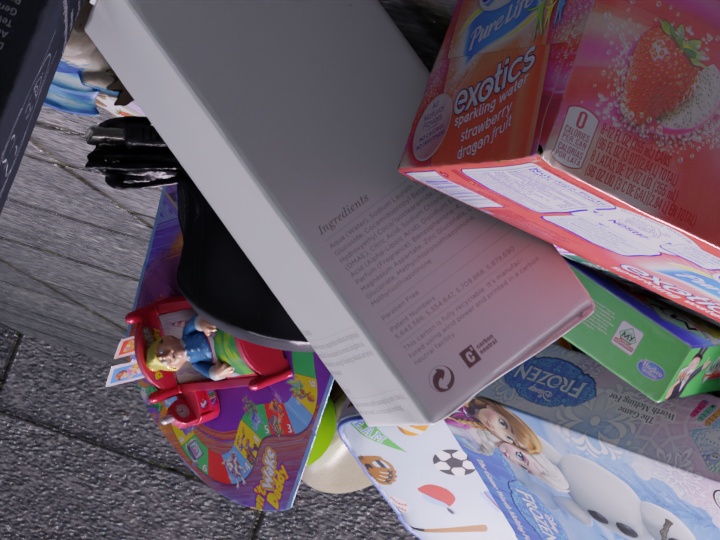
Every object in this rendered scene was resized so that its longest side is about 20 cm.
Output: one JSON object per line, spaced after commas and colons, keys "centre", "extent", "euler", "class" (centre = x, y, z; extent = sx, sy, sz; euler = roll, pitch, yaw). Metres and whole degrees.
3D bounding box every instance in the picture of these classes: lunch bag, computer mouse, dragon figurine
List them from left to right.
{"centre": [-0.136, -0.109, 1.060], "extent": [0.200, 0.059, 0.099], "euler": [25, 170, -25], "class": "dragon figurine"}
{"centre": [-0.042, -0.029, 0.957], "extent": [0.138, 0.053, 0.200], "euler": [7, -158, -16], "class": "computer mouse"}
{"centre": [0.094, 0.100, 1.197], "extent": [0.160, 0.076, 0.200], "euler": [-16, 134, 32], "class": "lunch bag"}

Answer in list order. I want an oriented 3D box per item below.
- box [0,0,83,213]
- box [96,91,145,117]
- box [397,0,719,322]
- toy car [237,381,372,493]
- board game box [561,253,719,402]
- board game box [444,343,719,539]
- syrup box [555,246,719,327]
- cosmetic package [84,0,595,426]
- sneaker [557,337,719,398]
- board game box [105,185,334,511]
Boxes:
{"centre": [-0.176, -0.082, 0.848], "extent": [0.107, 0.200, 0.148], "euler": [20, 171, -5], "class": "box"}
{"centre": [-0.078, -0.076, 1.203], "extent": [0.039, 0.042, 0.200], "euler": [14, 169, 35], "class": "box"}
{"centre": [0.130, -0.040, 0.759], "extent": [0.200, 0.095, 0.103], "euler": [24, 171, -23], "class": "box"}
{"centre": [-0.013, 0.019, 1.350], "extent": [0.164, 0.158, 0.200], "euler": [19, -147, -55], "class": "toy car"}
{"centre": [0.077, -0.013, 0.957], "extent": [0.200, 0.029, 0.134], "euler": [36, -165, 22], "class": "board game box"}
{"centre": [0.144, 0.118, 1.022], "extent": [0.199, 0.043, 0.200], "euler": [16, 150, 41], "class": "board game box"}
{"centre": [0.149, -0.023, 0.870], "extent": [0.200, 0.082, 0.079], "euler": [22, 172, -21], "class": "syrup box"}
{"centre": [-0.013, -0.043, 0.826], "extent": [0.200, 0.081, 0.113], "euler": [56, 168, -5], "class": "cosmetic package"}
{"centre": [0.140, 0.058, 1.062], "extent": [0.200, 0.077, 0.078], "euler": [55, 176, 6], "class": "sneaker"}
{"centre": [-0.088, 0.048, 1.236], "extent": [0.039, 0.200, 0.158], "euler": [-21, -127, -39], "class": "board game box"}
